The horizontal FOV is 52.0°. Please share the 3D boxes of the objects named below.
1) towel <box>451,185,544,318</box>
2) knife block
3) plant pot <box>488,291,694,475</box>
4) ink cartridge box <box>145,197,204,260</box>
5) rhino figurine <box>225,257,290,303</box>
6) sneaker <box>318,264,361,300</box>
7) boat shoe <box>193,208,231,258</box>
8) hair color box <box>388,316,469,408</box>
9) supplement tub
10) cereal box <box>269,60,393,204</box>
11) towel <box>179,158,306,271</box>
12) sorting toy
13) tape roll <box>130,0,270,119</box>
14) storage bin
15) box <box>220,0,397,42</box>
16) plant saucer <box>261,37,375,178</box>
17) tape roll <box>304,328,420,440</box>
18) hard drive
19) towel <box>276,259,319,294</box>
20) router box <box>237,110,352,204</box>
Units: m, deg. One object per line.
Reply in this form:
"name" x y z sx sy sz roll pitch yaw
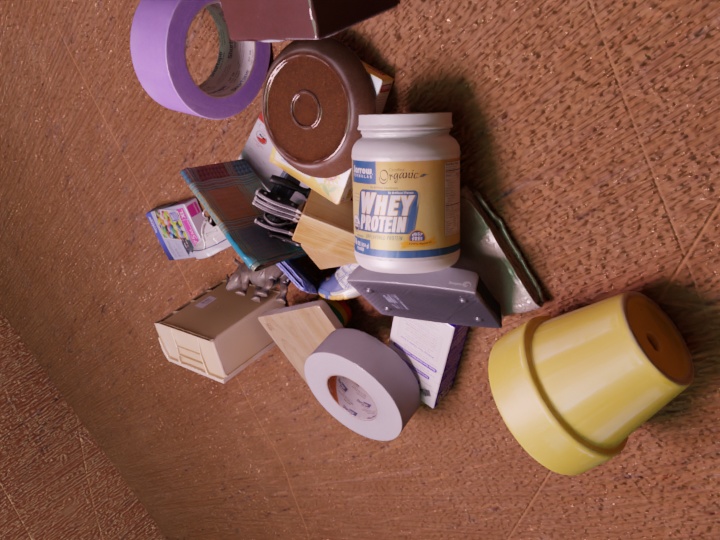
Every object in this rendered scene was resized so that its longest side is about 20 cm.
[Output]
"towel" 0.166 -0.019 1.062 0.132 0.034 0.200 -25 99 54
"knife block" -0.057 -0.084 1.125 0.199 0.064 0.176 -8 138 31
"plant pot" 0.295 0.127 0.925 0.201 0.201 0.189 51 128 3
"ink cartridge box" -0.390 -0.084 1.581 0.200 0.042 0.120 -3 116 49
"rhino figurine" -0.202 0.013 1.431 0.200 0.088 0.060 1 157 47
"sneaker" 0.000 0.000 1.232 0.200 0.075 0.089 -9 95 46
"boat shoe" -0.273 -0.085 1.429 0.202 0.075 0.086 -19 103 46
"hair color box" 0.108 0.119 1.204 0.109 0.065 0.201 32 136 24
"supplement tub" 0.061 -0.106 0.980 0.144 0.144 0.201 9 106 42
"cereal box" -0.047 -0.217 1.080 0.144 0.039 0.201 35 121 21
"towel" -0.180 -0.094 1.179 0.022 0.146 0.200 -44 78 34
"sorting toy" -0.061 0.132 1.367 0.198 0.070 0.200 -13 117 50
"tape roll" -0.233 -0.331 1.096 0.085 0.200 0.201 20 132 34
"storage bin" -0.274 0.110 1.479 0.198 0.200 0.094 11 125 40
"box" -0.077 -0.403 0.907 0.165 0.164 0.201 14 129 38
"plant saucer" -0.070 -0.229 1.047 0.200 0.034 0.201 12 111 32
"tape roll" 0.002 0.194 1.254 0.200 0.066 0.201 25 140 23
"hard drive" 0.094 0.034 1.053 0.199 0.042 0.135 5 156 32
"towel" -0.123 -0.017 1.281 0.145 0.024 0.200 48 -178 6
"router box" -0.109 -0.151 1.230 0.200 0.049 0.180 49 142 6
